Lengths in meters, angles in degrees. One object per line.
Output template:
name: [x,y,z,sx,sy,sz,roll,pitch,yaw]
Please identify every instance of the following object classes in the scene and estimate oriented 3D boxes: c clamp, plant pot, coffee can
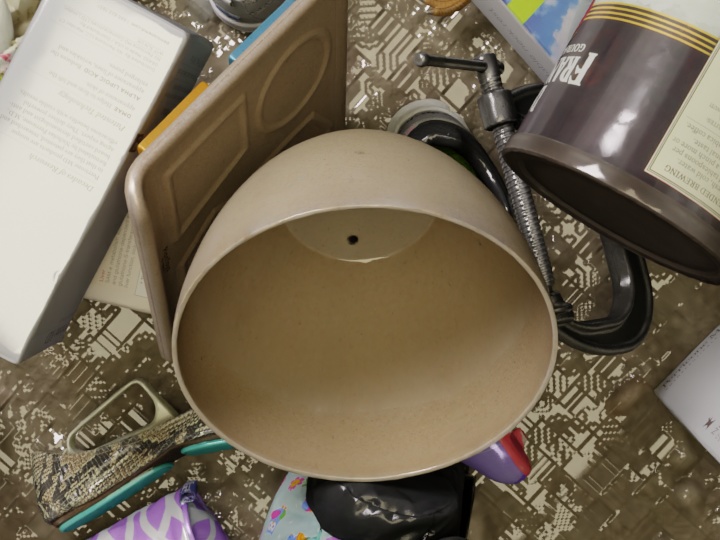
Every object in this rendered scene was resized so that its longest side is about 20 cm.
c clamp: [0.111,-0.039,0.878,0.027,0.171,0.201,-21,86,42]
plant pot: [0.000,0.000,0.803,0.199,0.135,0.201,-1,132,-2]
coffee can: [0.189,-0.113,0.797,0.146,0.146,0.201,31,87,-2]

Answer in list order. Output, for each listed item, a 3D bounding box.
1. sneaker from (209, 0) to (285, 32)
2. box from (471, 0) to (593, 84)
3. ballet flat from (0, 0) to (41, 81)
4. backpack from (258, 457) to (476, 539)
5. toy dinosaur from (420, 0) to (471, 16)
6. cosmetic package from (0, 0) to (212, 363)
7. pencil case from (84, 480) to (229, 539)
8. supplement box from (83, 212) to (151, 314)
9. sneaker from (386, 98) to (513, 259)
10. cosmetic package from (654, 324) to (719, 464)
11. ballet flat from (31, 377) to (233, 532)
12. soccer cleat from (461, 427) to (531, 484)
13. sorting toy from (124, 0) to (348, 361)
sneaker: [-0.033,-0.239,0.886,0.074,0.082,0.201,22,97,-1]
box: [0.134,-0.177,0.871,0.200,0.048,0.122,45,82,-20]
ballet flat: [-0.209,-0.158,0.861,0.075,0.064,0.200,28,57,13]
backpack: [-0.007,0.194,0.911,0.126,0.167,0.201,20,110,6]
toy dinosaur: [0.075,-0.208,0.890,0.199,0.061,0.106,22,123,-23]
cosmetic package: [-0.167,-0.058,0.814,0.081,0.113,0.201,27,96,-1]
pencil case: [-0.171,0.217,0.940,0.199,0.086,0.084,-30,115,6]
supplement box: [-0.190,-0.055,0.914,0.199,0.074,0.127,14,96,-1]
sneaker: [0.066,-0.009,0.908,0.073,0.087,0.201,-18,96,3]
cosmetic package: [0.253,0.079,0.859,0.081,0.200,0.113,44,93,-5]
ballet flat: [-0.124,0.101,0.941,0.199,0.068,0.076,-23,80,6]
soccer cleat: [0.024,0.068,0.900,0.076,0.067,0.200,-44,65,1]
sorting toy: [-0.069,-0.065,0.828,0.036,0.185,0.200,30,64,14]
